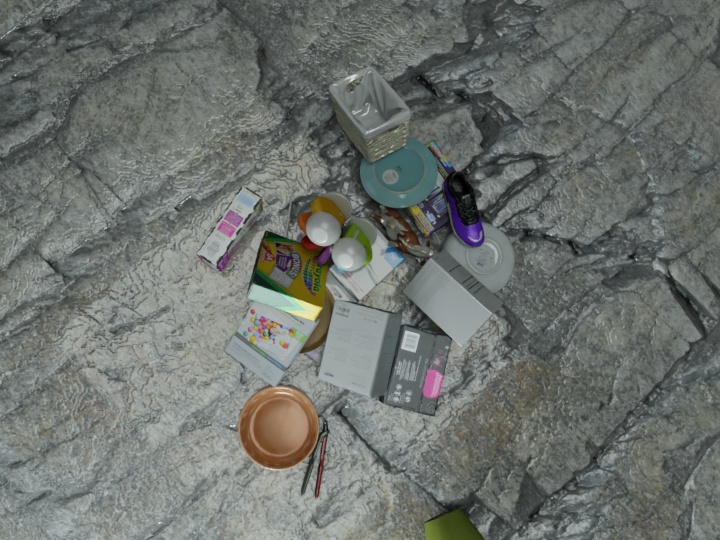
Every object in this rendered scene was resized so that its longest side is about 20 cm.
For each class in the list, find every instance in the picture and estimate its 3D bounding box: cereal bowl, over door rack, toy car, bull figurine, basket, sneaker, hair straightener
[{"bbox_3d":[0.310,-0.033,1.670,0.199,0.083,0.201,1,83,-7],"label":"cereal bowl"},{"bbox_3d":[-0.114,-0.141,1.633,0.147,0.067,0.201,9,103,-5],"label":"over door rack"},{"bbox_3d":[-0.065,-0.076,1.540,0.200,0.175,0.150,44,121,-12],"label":"toy car"},{"bbox_3d":[0.100,-0.091,1.613,0.065,0.121,0.200,-51,53,14],"label":"bull figurine"},{"bbox_3d":[0.025,-0.391,1.626,0.135,0.123,0.200,-28,61,-9],"label":"basket"},{"bbox_3d":[0.259,-0.157,1.604,0.069,0.100,0.201,-18,78,-9],"label":"sneaker"},{"bbox_3d":[-0.123,0.454,1.584,0.077,0.041,0.201,11,82,-6],"label":"hair straightener"}]

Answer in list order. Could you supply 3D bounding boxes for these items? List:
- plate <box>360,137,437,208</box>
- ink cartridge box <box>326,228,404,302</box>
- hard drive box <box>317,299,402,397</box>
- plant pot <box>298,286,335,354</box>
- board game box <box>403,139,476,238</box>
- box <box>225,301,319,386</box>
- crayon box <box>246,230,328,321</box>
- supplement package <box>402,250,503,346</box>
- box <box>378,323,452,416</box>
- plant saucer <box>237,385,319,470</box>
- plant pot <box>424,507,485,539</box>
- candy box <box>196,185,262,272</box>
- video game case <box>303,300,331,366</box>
[{"bbox_3d":[0.098,-0.256,1.642,0.199,0.026,0.201,0,74,1],"label":"plate"},{"bbox_3d":[0.000,0.000,1.638,0.200,0.067,0.116,-43,90,-9],"label":"ink cartridge box"},{"bbox_3d":[-0.002,0.184,1.546,0.155,0.077,0.201,14,90,30],"label":"hard drive box"},{"bbox_3d":[-0.157,0.110,1.614,0.199,0.027,0.201,-1,77,2],"label":"plant pot"},{"bbox_3d":[0.180,-0.212,1.689,0.165,0.057,0.200,-35,88,-7],"label":"board game box"},{"bbox_3d":[-0.214,0.156,1.561,0.156,0.041,0.200,35,104,7],"label":"box"},{"bbox_3d":[-0.169,0.010,1.545,0.172,0.058,0.200,19,39,-14],"label":"crayon box"},{"bbox_3d":[0.229,0.066,1.592,0.200,0.120,0.121,44,115,12],"label":"supplement package"},{"bbox_3d":[0.134,0.246,1.602,0.132,0.115,0.201,15,81,-3],"label":"box"},{"bbox_3d":[-0.198,0.382,1.575,0.199,0.037,0.201,0,80,2],"label":"plant saucer"},{"bbox_3d":[0.235,0.685,1.545,0.187,0.187,0.200,-20,71,-8],"label":"plant pot"},{"bbox_3d":[-0.316,-0.099,1.579,0.061,0.136,0.200,32,82,-4],"label":"candy box"},{"bbox_3d":[-0.060,0.185,1.634,0.200,0.018,0.143,36,81,-1],"label":"video game case"}]
